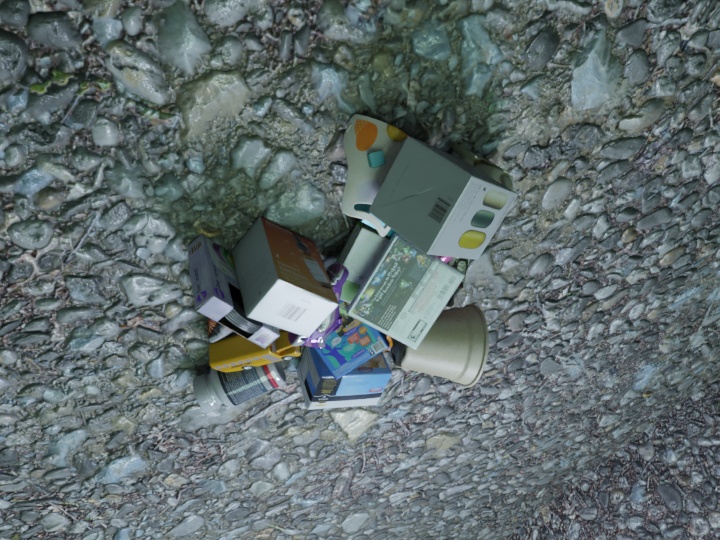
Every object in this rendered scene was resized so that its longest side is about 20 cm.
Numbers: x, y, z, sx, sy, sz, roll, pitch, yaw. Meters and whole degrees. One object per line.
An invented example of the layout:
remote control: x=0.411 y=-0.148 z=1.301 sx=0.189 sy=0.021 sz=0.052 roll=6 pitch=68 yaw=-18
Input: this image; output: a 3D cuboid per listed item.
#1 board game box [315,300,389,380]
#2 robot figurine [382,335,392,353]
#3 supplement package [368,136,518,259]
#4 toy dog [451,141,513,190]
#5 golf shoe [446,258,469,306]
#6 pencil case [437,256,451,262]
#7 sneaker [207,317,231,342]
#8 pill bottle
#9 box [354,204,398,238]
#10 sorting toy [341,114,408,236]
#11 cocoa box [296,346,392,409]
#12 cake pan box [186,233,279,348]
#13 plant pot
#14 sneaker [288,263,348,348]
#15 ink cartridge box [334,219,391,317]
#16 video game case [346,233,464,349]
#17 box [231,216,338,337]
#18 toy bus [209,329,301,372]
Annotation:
board game box: x=-0.048 y=0.131 z=1.330 sx=0.152 sy=0.045 sz=0.200 roll=-32 pitch=96 yaw=7
robot figurine: x=0.090 y=0.115 z=1.435 sx=0.145 sy=0.058 sz=0.200 roll=-24 pitch=139 yaw=-28
supplement package: x=0.154 y=-0.125 z=1.036 sx=0.200 sy=0.151 sz=0.152 roll=3 pitch=121 yaw=-54
toy dog: x=0.226 y=-0.133 z=1.189 sx=0.139 sy=0.194 sz=0.200 roll=12 pitch=116 yaw=-43
golf shoe: x=0.237 y=-0.004 z=1.383 sx=0.077 sy=0.088 sz=0.200 roll=1 pitch=129 yaw=-23
pencil case: x=0.159 y=-0.041 z=1.320 sx=0.200 sy=0.094 sz=0.091 roll=-45 pitch=172 yaw=17
sneaker: x=-0.308 y=0.084 z=1.235 sx=0.078 sy=0.112 sz=0.200 roll=-28 pitch=174 yaw=-31
pill bottle: x=-0.291 y=0.259 z=1.367 sx=0.200 sy=0.120 sz=0.120 roll=-24 pitch=136 yaw=-2
box: x=0.074 y=-0.106 z=1.218 sx=0.200 sy=0.082 sz=0.049 roll=25 pitch=118 yaw=-38
sorting toy: x=0.044 y=-0.166 z=1.087 sx=0.200 sy=0.107 sz=0.180 roll=28 pitch=86 yaw=-39
cocoa box: x=-0.044 y=0.262 z=1.469 sx=0.200 sy=0.133 sz=0.131 roll=2 pitch=129 yaw=-26
cake pan box: x=-0.253 y=0.044 z=1.128 sx=0.052 sy=0.200 sz=0.184 roll=-40 pitch=132 yaw=14
plant pot: x=0.175 y=0.169 z=1.356 sx=0.183 sy=0.201 sz=0.201 roll=8 pitch=128 yaw=-14
sneaker: x=-0.072 y=0.082 z=1.209 sx=0.088 sy=0.080 sz=0.200 roll=26 pitch=97 yaw=-23
ink cartridge box: x=0.000 y=0.000 z=1.257 sx=0.104 sy=0.059 sz=0.200 roll=22 pitch=108 yaw=-18
video game case: x=0.096 y=0.048 z=1.220 sx=0.182 sy=0.023 sz=0.200 roll=29 pitch=102 yaw=-16
box: x=-0.154 y=0.012 z=1.141 sx=0.152 sy=0.200 sz=0.106 roll=24 pitch=118 yaw=-38
toy bus: x=-0.234 y=0.174 z=1.274 sx=0.200 sy=0.065 sz=0.078 roll=-16 pitch=153 yaw=20
